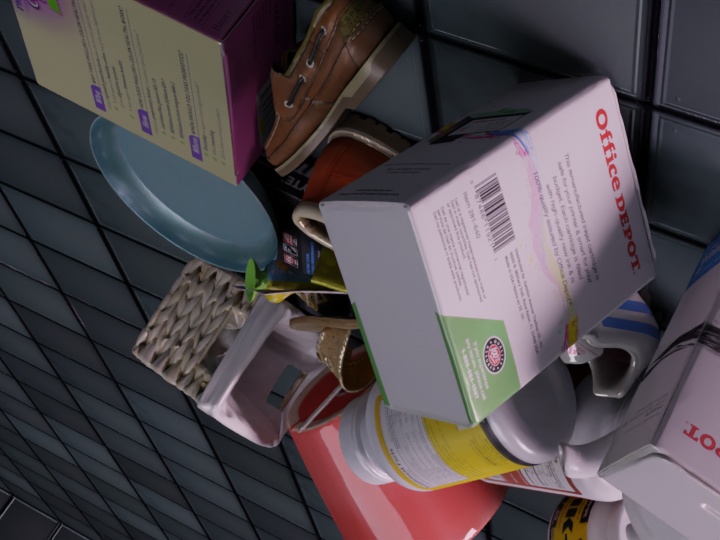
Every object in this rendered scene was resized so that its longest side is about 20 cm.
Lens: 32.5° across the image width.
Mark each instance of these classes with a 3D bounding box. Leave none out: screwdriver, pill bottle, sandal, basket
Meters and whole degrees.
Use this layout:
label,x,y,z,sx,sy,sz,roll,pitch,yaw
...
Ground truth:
label,x,y,z,sx,sy,sz,roll,pitch,yaw
screwdriver,-0.001,0.084,1.161,0.200,0.028,0.029,-43,81,22
pill bottle,0.186,0.140,1.077,0.199,0.113,0.112,-1,138,49
pill bottle,0.075,0.123,1.039,0.112,0.113,0.199,44,139,-21
sandal,-0.005,0.072,1.087,0.077,0.071,0.211,3,170,-28
basket,-0.128,0.084,1.277,0.123,0.136,0.200,31,172,20
pill bottle,0.252,0.249,1.148,0.114,0.115,0.200,33,164,1

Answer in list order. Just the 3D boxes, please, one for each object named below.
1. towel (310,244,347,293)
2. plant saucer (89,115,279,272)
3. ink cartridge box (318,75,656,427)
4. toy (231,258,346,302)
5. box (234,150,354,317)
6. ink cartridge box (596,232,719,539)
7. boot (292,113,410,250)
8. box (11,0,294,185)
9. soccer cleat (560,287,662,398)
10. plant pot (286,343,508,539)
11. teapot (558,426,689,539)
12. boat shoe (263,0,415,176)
label,x,y,z,sx,sy,sz,roll,pitch,yaw
towel,0.065,0.009,0.980,0.198,0.086,0.018,18,131,1
plant saucer,-0.151,-0.075,1.093,0.199,0.028,0.201,26,151,15
ink cartridge box,0.088,-0.019,0.781,0.083,0.199,0.146,5,120,48
toy,0.000,0.000,1.035,0.198,0.048,0.115,-3,-177,-19
box,-0.087,-0.048,1.148,0.197,0.050,0.201,27,153,13
ink cartridge box,0.261,0.081,0.786,0.144,0.201,0.084,34,154,0
boot,0.044,-0.029,0.963,0.199,0.108,0.075,28,152,7
box,-0.155,-0.187,0.933,0.198,0.097,0.176,27,154,13
soccer cleat,0.162,0.015,0.919,0.069,0.087,0.200,-1,137,50
plant pot,0.030,0.182,1.261,0.200,0.200,0.178,-10,120,55
teapot,0.265,0.170,0.919,0.146,0.197,0.201,-39,79,24
boat shoe,-0.031,-0.141,0.909,0.068,0.072,0.200,40,144,-6
